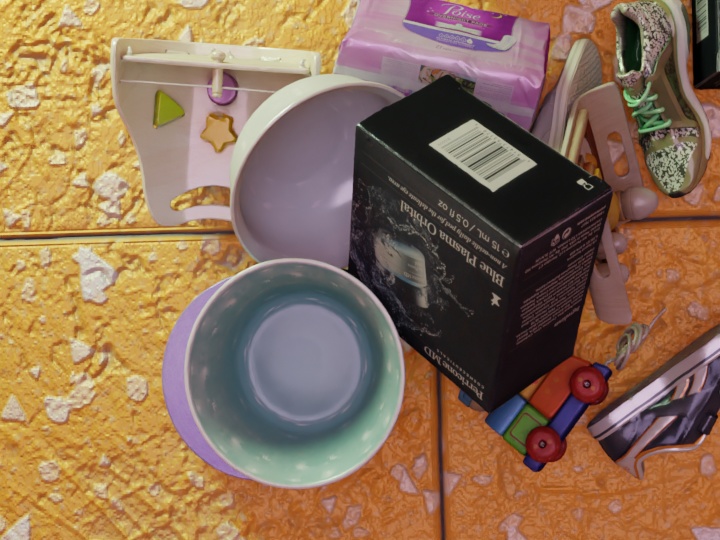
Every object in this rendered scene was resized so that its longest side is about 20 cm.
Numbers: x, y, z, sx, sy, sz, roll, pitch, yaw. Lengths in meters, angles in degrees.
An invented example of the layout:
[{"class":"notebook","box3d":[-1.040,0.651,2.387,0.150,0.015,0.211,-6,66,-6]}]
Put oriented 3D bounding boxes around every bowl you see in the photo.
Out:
[{"class":"bowl","box3d":[-0.042,-0.102,1.138,0.201,0.201,0.091,-41,45,2]},{"class":"bowl","box3d":[-0.055,0.090,1.134,0.197,0.105,0.205,0,92,3]}]

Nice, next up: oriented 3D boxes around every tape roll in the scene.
[{"class":"tape roll","box3d":[-0.093,0.102,1.222,0.196,0.066,0.204,0,89,3]}]

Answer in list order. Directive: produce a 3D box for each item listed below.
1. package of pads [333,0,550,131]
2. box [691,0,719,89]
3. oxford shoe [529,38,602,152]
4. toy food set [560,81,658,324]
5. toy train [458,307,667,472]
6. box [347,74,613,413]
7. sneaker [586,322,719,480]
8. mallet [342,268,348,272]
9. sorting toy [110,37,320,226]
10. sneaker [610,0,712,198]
[{"class":"package of pads","box3d":[0.079,-0.203,1.182,0.197,0.121,0.076,13,132,3]},{"class":"box","box3d":[0.422,-0.256,1.170,0.196,0.107,0.151,-2,90,3]},{"class":"oxford shoe","box3d":[0.188,-0.133,1.195,0.057,0.075,0.203,5,72,40]},{"class":"toy food set","box3d":[0.231,-0.065,1.122,0.059,0.201,0.145,-10,117,21]},{"class":"toy train","box3d":[0.193,0.085,1.204,0.115,0.085,0.201,37,92,16]},{"class":"box","box3d":[0.094,-0.023,1.072,0.117,0.202,0.196,-30,53,-30]},{"class":"sneaker","box3d":[0.319,0.121,1.193,0.199,0.078,0.080,-40,83,14]},{"class":"mallet","box3d":[0.000,0.000,1.198,0.197,0.041,0.067,14,57,-12]},{"class":"sorting toy","box3d":[-0.141,-0.130,1.213,0.196,0.107,0.183,4,100,-1]},{"class":"sneaker","box3d":[0.273,-0.167,1.179,0.088,0.076,0.204,-5,82,-40]}]
